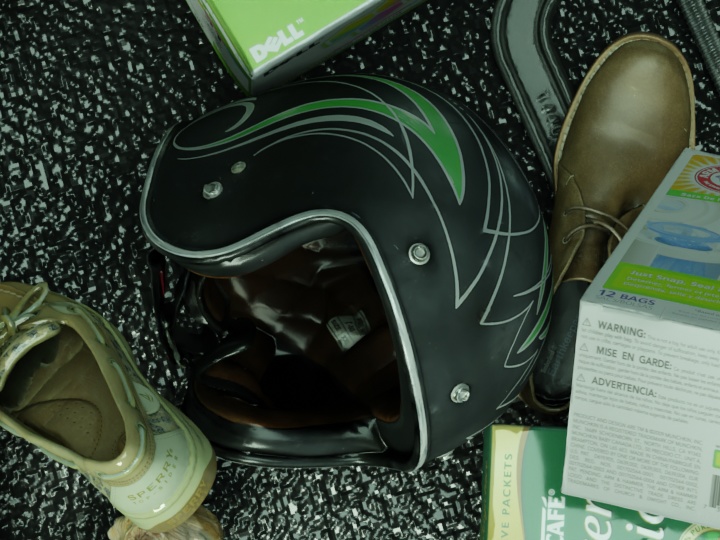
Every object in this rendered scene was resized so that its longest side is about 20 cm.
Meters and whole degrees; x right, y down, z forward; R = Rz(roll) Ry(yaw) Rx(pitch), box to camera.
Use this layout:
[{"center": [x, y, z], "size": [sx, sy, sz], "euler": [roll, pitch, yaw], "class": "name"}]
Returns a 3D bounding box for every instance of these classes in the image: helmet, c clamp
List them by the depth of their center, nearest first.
[{"center": [0.000, 0.000, 1.444], "size": [0.189, 0.200, 0.202], "euler": [0, 87, 11], "class": "helmet"}, {"center": [0.167, -0.091, 1.545], "size": [0.170, 0.027, 0.201], "euler": [-30, 90, 2], "class": "c clamp"}]

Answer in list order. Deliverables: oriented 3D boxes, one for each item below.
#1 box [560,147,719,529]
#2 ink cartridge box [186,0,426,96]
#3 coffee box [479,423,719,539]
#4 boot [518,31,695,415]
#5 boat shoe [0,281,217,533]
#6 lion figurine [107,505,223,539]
[{"center": [0.177, 0.031, 1.420], "size": [0.112, 0.200, 0.102], "euler": [12, 117, 17], "class": "box"}, {"center": [-0.011, -0.160, 1.451], "size": [0.147, 0.200, 0.076], "euler": [-31, 88, -3], "class": "ink cartridge box"}, {"center": [0.156, 0.140, 1.450], "size": [0.198, 0.044, 0.124], "euler": [4, 85, 0], "class": "coffee box"}, {"center": [0.125, -0.021, 1.497], "size": [0.073, 0.075, 0.201], "euler": [16, 94, 1], "class": "boot"}, {"center": [-0.145, 0.054, 1.453], "size": [0.200, 0.063, 0.073], "euler": [33, 85, 43], "class": "boat shoe"}, {"center": [-0.135, 0.201, 1.463], "size": [0.200, 0.123, 0.072], "euler": [-43, 50, -8], "class": "lion figurine"}]
